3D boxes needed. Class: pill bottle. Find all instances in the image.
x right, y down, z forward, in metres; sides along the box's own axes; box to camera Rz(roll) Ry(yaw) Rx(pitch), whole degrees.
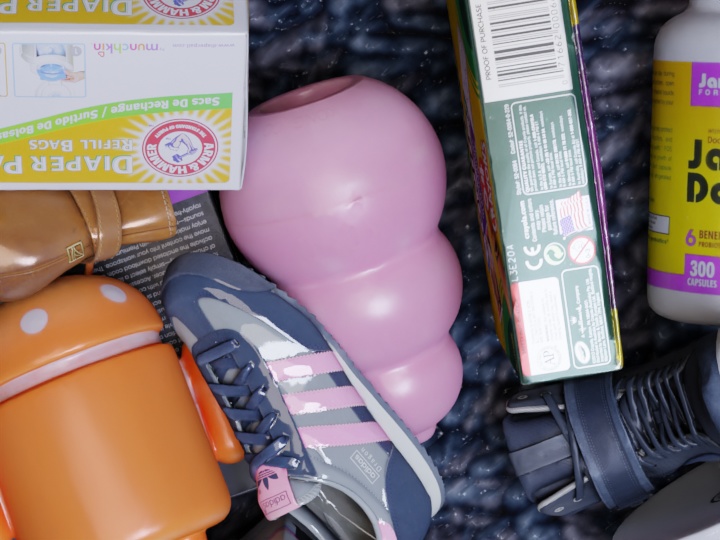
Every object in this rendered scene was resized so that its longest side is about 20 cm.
[{"bbox_3d":[0.207,-0.075,1.137,0.103,0.104,0.202,1,96,2],"label":"pill bottle"}]

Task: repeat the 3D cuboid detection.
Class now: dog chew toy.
[{"bbox_3d":[0.000,0.000,1.149,0.123,0.125,0.202,-17,104,3],"label":"dog chew toy"}]

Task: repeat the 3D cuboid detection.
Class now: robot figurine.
[{"bbox_3d":[-0.141,0.090,1.118,0.143,0.117,0.202,-23,84,17],"label":"robot figurine"}]

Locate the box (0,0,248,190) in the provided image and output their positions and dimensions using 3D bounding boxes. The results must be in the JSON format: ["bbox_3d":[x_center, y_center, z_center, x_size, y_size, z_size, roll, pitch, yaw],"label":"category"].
[{"bbox_3d":[-0.155,-0.113,1.073,0.198,0.113,0.102,0,134,-6],"label":"box"}]

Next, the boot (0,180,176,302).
[{"bbox_3d":[-0.191,-0.051,1.135,0.154,0.200,0.077,-16,118,-15],"label":"boot"}]

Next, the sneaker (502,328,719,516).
[{"bbox_3d":[0.146,0.082,1.111,0.145,0.202,0.078,-16,82,6],"label":"sneaker"}]

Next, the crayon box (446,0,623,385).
[{"bbox_3d":[0.087,-0.055,1.108,0.058,0.173,0.202,-9,96,-1],"label":"crayon box"}]

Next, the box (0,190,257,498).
[{"bbox_3d":[-0.126,0.041,1.195,0.142,0.036,0.202,-19,94,5],"label":"box"}]

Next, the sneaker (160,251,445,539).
[{"bbox_3d":[-0.039,0.080,1.099,0.200,0.082,0.070,46,138,-11],"label":"sneaker"}]

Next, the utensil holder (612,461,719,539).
[{"bbox_3d":[0.247,0.199,1.139,0.169,0.170,0.201,-28,92,5],"label":"utensil holder"}]

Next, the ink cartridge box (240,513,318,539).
[{"bbox_3d":[-0.021,0.215,1.129,0.083,0.200,0.146,-44,94,4],"label":"ink cartridge box"}]
